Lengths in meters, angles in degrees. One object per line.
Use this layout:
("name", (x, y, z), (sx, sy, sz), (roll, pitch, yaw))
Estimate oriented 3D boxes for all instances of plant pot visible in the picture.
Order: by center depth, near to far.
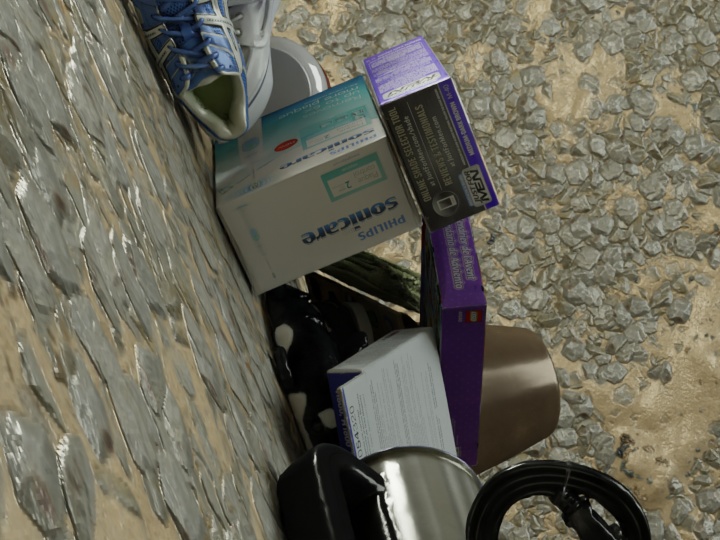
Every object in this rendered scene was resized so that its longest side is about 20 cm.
("plant pot", (0.099, 0.131, 1.456), (0.200, 0.174, 0.200), (170, -90, -73))

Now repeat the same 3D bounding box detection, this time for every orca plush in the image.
("orca plush", (-0.024, 0.071, 1.159), (0.200, 0.071, 0.105), (-108, 175, -58))

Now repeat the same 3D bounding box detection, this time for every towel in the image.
("towel", (0.000, 0.000, 1.354), (0.148, 0.037, 0.200), (23, 1, 30))

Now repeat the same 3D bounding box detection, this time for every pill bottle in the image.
("pill bottle", (-0.085, -0.169, 1.412), (0.200, 0.112, 0.112), (-87, 155, -85))

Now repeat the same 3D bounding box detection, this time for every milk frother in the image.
("milk frother", (0.067, 0.167, 0.877), (0.188, 0.200, 0.181), (-108, 171, -59))

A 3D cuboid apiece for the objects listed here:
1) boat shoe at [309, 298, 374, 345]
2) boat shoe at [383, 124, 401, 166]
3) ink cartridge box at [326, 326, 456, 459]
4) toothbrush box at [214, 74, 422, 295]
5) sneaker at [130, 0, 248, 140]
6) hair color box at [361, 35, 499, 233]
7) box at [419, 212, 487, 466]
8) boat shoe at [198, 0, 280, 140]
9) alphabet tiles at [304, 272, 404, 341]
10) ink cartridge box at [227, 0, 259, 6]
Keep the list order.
("boat shoe", (-0.013, 0.106, 1.228), (0.074, 0.060, 0.200), (-54, -141, 44))
("boat shoe", (-0.034, -0.095, 1.431), (0.072, 0.072, 0.200), (57, 40, 0))
("ink cartridge box", (0.023, 0.157, 1.094), (0.200, 0.043, 0.197), (-23, 104, -65))
("toothbrush box", (-0.040, -0.076, 1.216), (0.200, 0.146, 0.085), (-103, 170, -67))
("sneaker", (-0.125, -0.183, 1.103), (0.200, 0.076, 0.077), (64, 1, -46))
("hair color box", (0.053, -0.115, 1.181), (0.200, 0.065, 0.109), (-98, 165, -71))
("box", (0.077, 0.053, 1.246), (0.137, 0.039, 0.200), (-98, -175, -46))
("boat shoe", (-0.110, -0.209, 1.231), (0.065, 0.073, 0.200), (51, 42, -62))
("alphabet tiles", (0.012, 0.106, 1.337), (0.167, 0.008, 0.200), (24, -47, 56))
("ink cartridge box", (-0.105, -0.309, 1.212), (0.043, 0.200, 0.198), (106, -33, -58))
